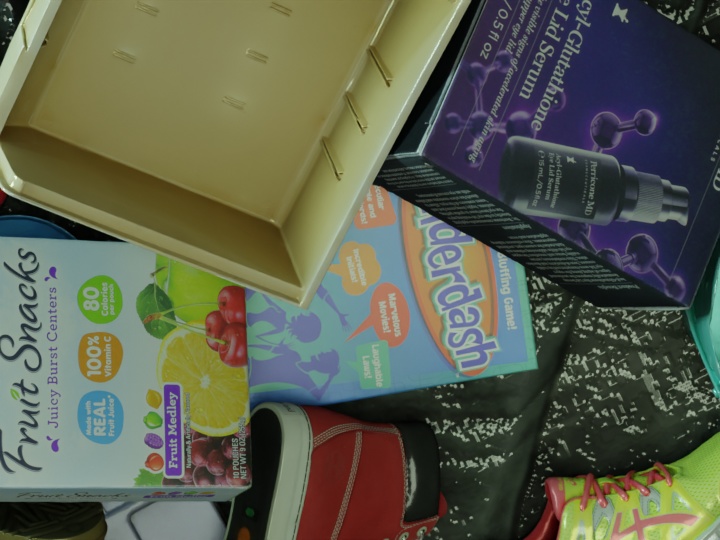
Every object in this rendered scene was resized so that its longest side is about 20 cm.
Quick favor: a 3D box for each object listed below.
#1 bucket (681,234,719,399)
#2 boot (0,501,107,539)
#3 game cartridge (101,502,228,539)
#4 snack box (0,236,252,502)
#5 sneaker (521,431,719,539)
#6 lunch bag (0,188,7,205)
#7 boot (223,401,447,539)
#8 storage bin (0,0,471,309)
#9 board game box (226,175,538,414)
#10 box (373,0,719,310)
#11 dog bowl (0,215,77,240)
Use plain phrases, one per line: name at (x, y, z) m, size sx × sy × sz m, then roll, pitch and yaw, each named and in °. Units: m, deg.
bucket at (0.290, 0.010, 1.223) m, size 0.205 × 0.135 × 0.209 m, roll -1°, pitch 99°, yaw -6°
boot at (-0.190, 0.226, 1.206) m, size 0.066 × 0.175 × 0.202 m, roll -19°, pitch 106°, yaw -35°
game cartridge at (-0.129, 0.209, 1.271) m, size 0.129 × 0.038 × 0.201 m, roll -28°, pitch 100°, yaw -4°
snack box at (-0.163, 0.057, 1.139) m, size 0.199 × 0.053 × 0.143 m, roll 3°, pitch 74°, yaw -21°
sneaker at (0.158, 0.155, 1.265) m, size 0.200 × 0.078 × 0.090 m, roll -38°, pitch 98°, yaw 2°
lunch bag at (-0.317, -0.080, 1.167) m, size 0.199 × 0.082 × 0.177 m, roll -27°, pitch 74°, yaw 0°
boot at (-0.017, 0.185, 1.245) m, size 0.143 × 0.072 × 0.201 m, roll 10°, pitch 98°, yaw -34°
storage bin at (-0.079, -0.115, 1.107) m, size 0.197 × 0.094 × 0.201 m, roll 21°, pitch 110°, yaw -21°
board game box at (0.000, 0.000, 1.242) m, size 0.198 × 0.045 × 0.153 m, roll -10°, pitch 99°, yaw -4°
box at (0.116, -0.083, 1.172) m, size 0.199 × 0.104 × 0.149 m, roll 27°, pitch 79°, yaw -22°
dog bowl at (-0.249, 0.034, 1.224) m, size 0.199 × 0.050 × 0.112 m, roll -19°, pitch 100°, yaw -2°
